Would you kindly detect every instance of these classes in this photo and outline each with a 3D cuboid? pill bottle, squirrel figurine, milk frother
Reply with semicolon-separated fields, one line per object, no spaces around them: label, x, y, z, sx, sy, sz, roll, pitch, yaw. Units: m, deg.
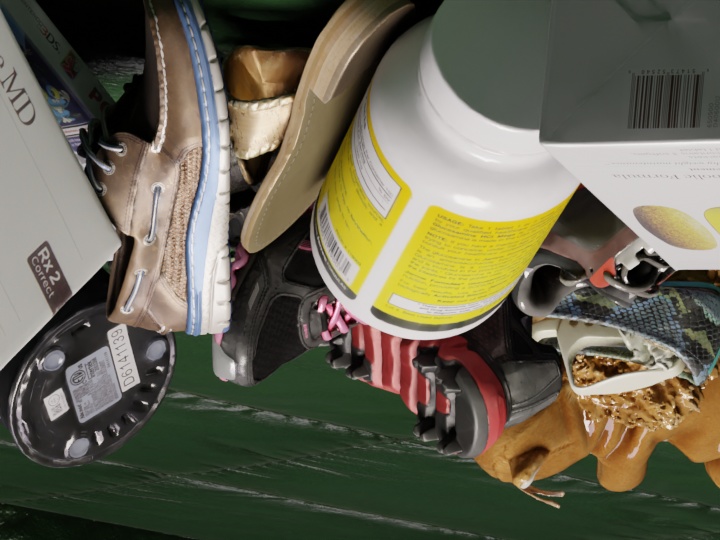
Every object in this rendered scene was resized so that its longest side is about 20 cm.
pill bottle;0.049;-0.055;1.325;0.112;0.113;0.200;9;152;-11
squirrel figurine;0.160;0.067;1.733;0.186;0.142;0.200;-12;156;-20
milk frother;-0.173;-0.013;1.674;0.200;0.181;0.188;-18;-139;-33

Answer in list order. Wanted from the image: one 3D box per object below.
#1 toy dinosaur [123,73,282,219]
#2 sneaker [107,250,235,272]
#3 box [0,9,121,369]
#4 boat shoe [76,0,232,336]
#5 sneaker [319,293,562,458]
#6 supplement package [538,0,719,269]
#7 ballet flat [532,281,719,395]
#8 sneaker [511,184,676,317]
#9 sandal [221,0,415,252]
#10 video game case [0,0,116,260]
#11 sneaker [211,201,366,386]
toy dinosaur;-0.063;-0.076;1.469;0.102;0.077;0.200;18;132;-42
sneaker;-0.063;-0.020;1.717;0.199;0.077;0.089;-1;160;4
box;-0.259;-0.051;1.317;0.200;0.131;0.199;-4;122;39
boat shoe;-0.102;-0.050;1.352;0.072;0.200;0.072;-6;-149;-9
sneaker;0.041;0.032;1.544;0.098;0.071;0.200;-19;-144;-28
supplement package;0.168;-0.077;1.212;0.113;0.110;0.200;0;165;25
ballet flat;0.112;0.037;1.579;0.199;0.074;0.074;1;166;19
sneaker;0.153;-0.020;1.384;0.077;0.082;0.200;23;151;-33
sandal;-0.036;-0.094;1.359;0.070;0.078;0.212;45;147;10
video game case;-0.199;-0.073;1.452;0.200;0.023;0.182;-5;133;44
sneaker;0.000;0.000;1.480;0.095;0.200;0.079;28;142;24
